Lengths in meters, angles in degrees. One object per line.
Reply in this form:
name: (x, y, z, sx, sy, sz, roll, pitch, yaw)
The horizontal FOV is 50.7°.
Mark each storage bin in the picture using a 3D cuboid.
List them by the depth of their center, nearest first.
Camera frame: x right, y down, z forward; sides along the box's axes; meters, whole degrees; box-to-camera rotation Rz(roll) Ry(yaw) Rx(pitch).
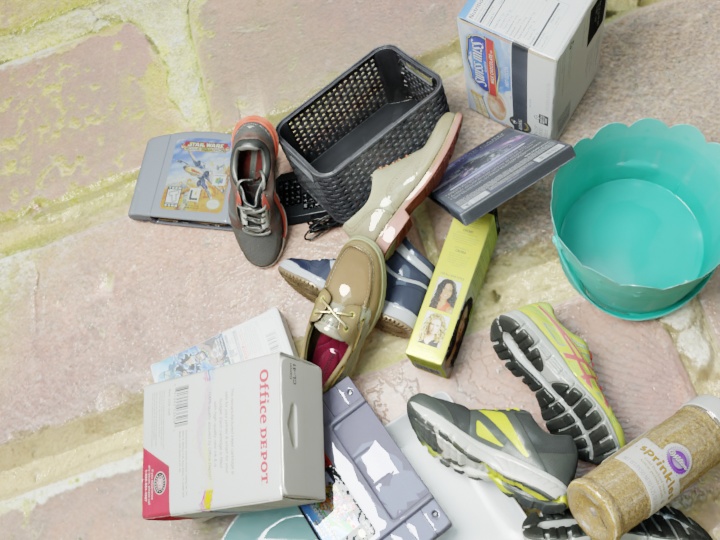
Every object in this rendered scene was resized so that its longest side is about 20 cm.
storage bin: (0.008, -0.175, 0.965, 0.199, 0.094, 0.135, -39, 52, -8)

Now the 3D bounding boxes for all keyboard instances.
keyboard: (-0.020, -0.105, 1.001, 0.196, 0.040, 0.106, -11, 69, 9)

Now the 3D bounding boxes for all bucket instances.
bucket: (0.313, -0.051, 0.857, 0.202, 0.135, 0.212, -4, 70, 12)

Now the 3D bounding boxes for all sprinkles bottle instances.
sprinkles bottle: (0.301, 0.198, 0.769, 0.197, 0.069, 0.069, -24, 66, -25)

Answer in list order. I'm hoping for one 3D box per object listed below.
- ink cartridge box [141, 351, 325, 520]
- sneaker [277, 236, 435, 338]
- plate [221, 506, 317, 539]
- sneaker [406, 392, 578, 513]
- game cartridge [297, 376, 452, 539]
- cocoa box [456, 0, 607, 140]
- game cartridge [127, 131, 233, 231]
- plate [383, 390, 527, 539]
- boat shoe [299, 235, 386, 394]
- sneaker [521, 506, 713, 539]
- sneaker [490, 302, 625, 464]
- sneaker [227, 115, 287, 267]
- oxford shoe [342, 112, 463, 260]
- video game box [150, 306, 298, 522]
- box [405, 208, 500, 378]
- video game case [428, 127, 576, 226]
ink cartridge box: (-0.140, 0.186, 0.825, 0.197, 0.085, 0.151, -14, 67, 27)
sneaker: (0.000, 0.000, 0.945, 0.197, 0.070, 0.110, 21, 71, 22)
plate: (-0.069, 0.345, 0.852, 0.195, 0.026, 0.204, -2, 66, 5)
sneaker: (0.143, 0.182, 0.824, 0.197, 0.075, 0.085, 28, 58, 18)
game cartridge: (-0.008, 0.233, 0.833, 0.128, 0.039, 0.201, -33, 65, -13)
cocoa box: (0.209, -0.273, 0.922, 0.130, 0.200, 0.135, 30, 80, 20)
game cartridge: (-0.219, -0.126, 1.054, 0.195, 0.042, 0.136, 5, 76, 14)
plate: (0.064, 0.269, 0.844, 0.197, 0.032, 0.202, -30, 66, -8)
boat shoe: (-0.024, 0.060, 0.868, 0.073, 0.066, 0.204, 22, 112, 19)
sneaker: (0.265, 0.297, 0.789, 0.195, 0.078, 0.093, -3, 100, 3)
sneaker: (0.235, 0.118, 0.842, 0.090, 0.078, 0.202, -27, 81, -37)
sneaker: (-0.136, -0.083, 0.940, 0.075, 0.204, 0.082, -1, 31, 3)
oxford shoe: (0.052, -0.112, 0.893, 0.073, 0.071, 0.202, 32, 80, 11)
video game box: (-0.147, 0.174, 0.928, 0.179, 0.047, 0.203, -23, 68, 2)
box: (0.114, 0.021, 0.910, 0.049, 0.075, 0.204, 16, 76, 19)
video game case: (0.153, -0.117, 0.901, 0.141, 0.200, 0.019, -32, 107, 1)
